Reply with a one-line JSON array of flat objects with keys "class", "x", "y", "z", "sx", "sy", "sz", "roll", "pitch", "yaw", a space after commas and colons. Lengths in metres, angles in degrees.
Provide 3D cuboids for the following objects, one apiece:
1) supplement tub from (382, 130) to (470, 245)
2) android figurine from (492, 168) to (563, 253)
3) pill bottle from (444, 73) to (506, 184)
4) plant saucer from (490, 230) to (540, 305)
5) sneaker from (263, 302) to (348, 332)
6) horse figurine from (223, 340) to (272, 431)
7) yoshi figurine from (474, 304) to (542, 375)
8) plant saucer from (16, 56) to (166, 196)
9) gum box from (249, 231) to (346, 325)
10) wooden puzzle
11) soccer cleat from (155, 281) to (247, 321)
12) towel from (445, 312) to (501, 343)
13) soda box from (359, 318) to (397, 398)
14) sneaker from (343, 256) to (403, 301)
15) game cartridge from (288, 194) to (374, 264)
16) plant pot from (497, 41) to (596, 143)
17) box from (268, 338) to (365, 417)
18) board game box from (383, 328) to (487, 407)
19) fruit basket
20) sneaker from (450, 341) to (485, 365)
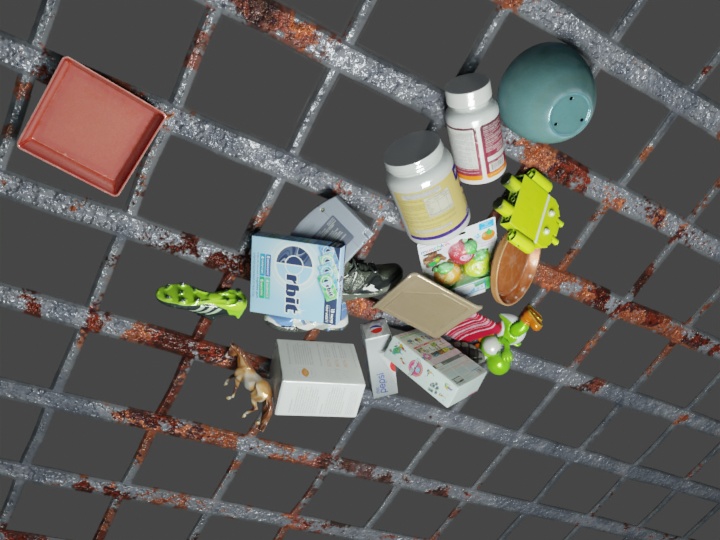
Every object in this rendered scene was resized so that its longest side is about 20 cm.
[{"class": "supplement tub", "x": 0.135, "y": -0.169, "z": 1.454, "sx": 0.144, "sy": 0.146, "sz": 0.201, "roll": -24, "pitch": 126, "yaw": 2}, {"class": "android figurine", "x": 0.377, "y": -0.127, "z": 1.556, "sx": 0.199, "sy": 0.041, "sz": 0.184, "roll": 32, "pitch": 69, "yaw": -27}, {"class": "pill bottle", "x": 0.230, "y": -0.285, "z": 1.423, "sx": 0.108, "sy": 0.110, "sz": 0.202, "roll": -18, "pitch": 126, "yaw": -2}, {"class": "plant saucer", "x": 0.354, "y": -0.019, "z": 1.624, "sx": 0.199, "sy": 0.032, "sz": 0.203, "roll": -26, "pitch": 125, "yaw": -43}, {"class": "sneaker", "x": -0.124, "y": 0.095, "z": 1.618, "sx": 0.198, "sy": 0.076, "sz": 0.078, "roll": -3, "pitch": 111, "yaw": -19}, {"class": "horse figurine", "x": -0.260, "y": 0.277, "z": 1.653, "sx": 0.050, "sy": 0.200, "sz": 0.133, "roll": -9, "pitch": 138, "yaw": -53}, {"class": "yoshi figurine", "x": 0.379, "y": 0.188, "z": 1.780, "sx": 0.200, "sy": 0.113, "sz": 0.112, "roll": -43, "pitch": 129, "yaw": 19}, {"class": "plant saucer", "x": -0.493, "y": -0.264, "z": 1.299, "sx": 0.198, "sy": 0.037, "sz": 0.201, "roll": 28, "pitch": 112, "yaw": -28}, {"class": "gum box", "x": -0.134, "y": 0.016, "z": 1.493, "sx": 0.198, "sy": 0.045, "sz": 0.172, "roll": 9, "pitch": 107, "yaw": 12}, {"class": "wooden puzzle", "x": 0.150, "y": 0.077, "z": 1.609, "sx": 0.198, "sy": 0.038, "sz": 0.185, "roll": 24, "pitch": 145, "yaw": -17}, {"class": "soccer cleat", "x": -0.349, "y": 0.075, "z": 1.546, "sx": 0.198, "sy": 0.068, "sz": 0.081, "roll": 6, "pitch": 134, "yaw": -18}, {"class": "towel", "x": 0.224, "y": 0.122, "z": 1.701, "sx": 0.199, "sy": 0.023, "sz": 0.144, "roll": 26, "pitch": 148, "yaw": -27}, {"class": "soda box", "x": 0.047, "y": 0.219, "z": 1.740, "sx": 0.067, "sy": 0.064, "sz": 0.202, "roll": -12, "pitch": 125, "yaw": -7}, {"class": "sneaker", "x": 0.000, "y": 0.000, "z": 1.574, "sx": 0.197, "sy": 0.077, "sz": 0.115, "roll": -11, "pitch": 125, "yaw": -7}, {"class": "game cartridge", "x": -0.080, "y": -0.058, "z": 1.502, "sx": 0.133, "sy": 0.041, "sz": 0.200, "roll": 47, "pitch": 111, "yaw": 5}, {"class": "plant pot", "x": 0.391, "y": -0.338, "z": 1.413, "sx": 0.198, "sy": 0.135, "sz": 0.202, "roll": -6, "pitch": 124, "yaw": -9}, {"class": "box", "x": -0.106, "y": 0.255, "z": 1.671, "sx": 0.198, "sy": 0.153, "sz": 0.107, "roll": 6, "pitch": 122, "yaw": -17}, {"class": "board game box", "x": 0.177, "y": 0.220, "z": 1.661, "sx": 0.147, "sy": 0.199, "sz": 0.065, "roll": -10, "pitch": 131, "yaw": -53}, {"class": "fruit basket", "x": 0.229, "y": -0.019, "z": 1.595, "sx": 0.183, "sy": 0.094, "sz": 0.201, "roll": -19, "pitch": 144, "yaw": -2}, {"class": "sneaker", "x": 0.217, "y": 0.231, "z": 1.779, "sx": 0.197, "sy": 0.076, "sz": 0.080, "roll": -5, "pitch": 139, "yaw": 16}]
